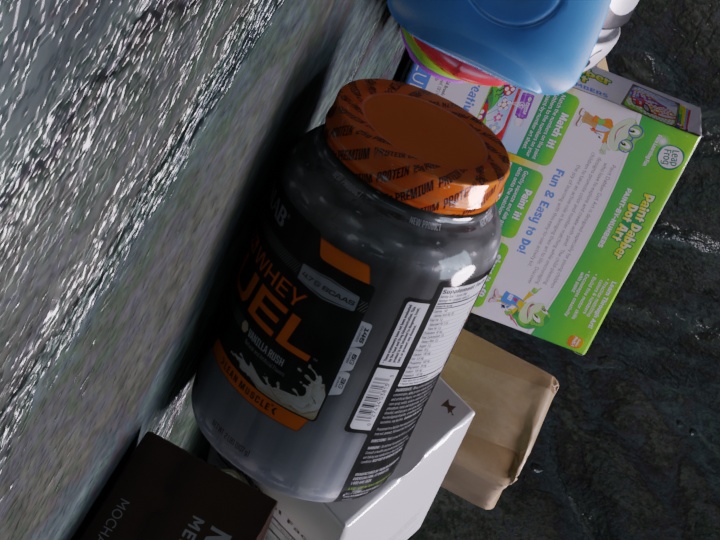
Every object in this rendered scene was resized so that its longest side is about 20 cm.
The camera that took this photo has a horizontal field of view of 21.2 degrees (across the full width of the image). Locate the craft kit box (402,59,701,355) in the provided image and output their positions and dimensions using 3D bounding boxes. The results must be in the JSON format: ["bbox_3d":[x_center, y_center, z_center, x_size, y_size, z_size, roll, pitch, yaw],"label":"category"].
[{"bbox_3d":[0.104,-0.058,1.319,0.049,0.196,0.201,-71,-175,-55],"label":"craft kit box"}]

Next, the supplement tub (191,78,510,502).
[{"bbox_3d":[-0.004,0.010,1.003,0.201,0.122,0.123,-66,174,28],"label":"supplement tub"}]

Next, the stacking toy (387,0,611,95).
[{"bbox_3d":[0.060,-0.148,1.094,0.200,0.115,0.111,161,-48,-78],"label":"stacking toy"}]

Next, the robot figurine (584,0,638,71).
[{"bbox_3d":[0.130,-0.215,1.187,0.125,0.149,0.201,-80,-168,-60],"label":"robot figurine"}]

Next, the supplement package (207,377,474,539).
[{"bbox_3d":[-0.022,0.128,1.279,0.121,0.120,0.201,-38,164,-26],"label":"supplement package"}]

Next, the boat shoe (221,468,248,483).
[{"bbox_3d":[-0.119,0.212,1.187,0.069,0.074,0.202,102,6,-61],"label":"boat shoe"}]

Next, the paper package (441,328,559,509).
[{"bbox_3d":[0.052,0.107,1.623,0.104,0.199,0.191,-62,174,-13],"label":"paper package"}]

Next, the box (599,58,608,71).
[{"bbox_3d":[0.170,-0.201,1.573,0.164,0.021,0.202,-55,130,-64],"label":"box"}]

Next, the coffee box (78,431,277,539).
[{"bbox_3d":[-0.115,0.189,1.015,0.114,0.079,0.201,-59,174,-33],"label":"coffee box"}]
